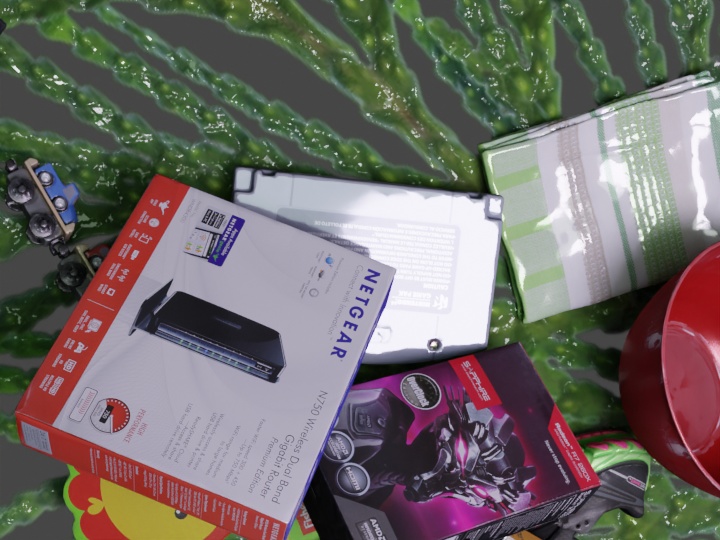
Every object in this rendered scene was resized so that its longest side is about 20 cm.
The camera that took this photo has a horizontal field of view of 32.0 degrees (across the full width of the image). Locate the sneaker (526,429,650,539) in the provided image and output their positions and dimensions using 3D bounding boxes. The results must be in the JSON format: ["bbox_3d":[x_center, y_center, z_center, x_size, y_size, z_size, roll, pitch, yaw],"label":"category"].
[{"bbox_3d":[0.132,0.180,0.953,0.199,0.077,0.084,-11,95,-9],"label":"sneaker"}]

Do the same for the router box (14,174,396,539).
[{"bbox_3d":[-0.093,0.053,0.809,0.179,0.049,0.201,21,56,4],"label":"router box"}]

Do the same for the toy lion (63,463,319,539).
[{"bbox_3d":[-0.110,0.169,0.912,0.191,0.069,0.201,-22,101,-1],"label":"toy lion"}]

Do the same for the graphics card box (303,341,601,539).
[{"bbox_3d":[0.054,0.130,0.864,0.199,0.051,0.126,-12,60,-28],"label":"graphics card box"}]

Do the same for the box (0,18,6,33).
[{"bbox_3d":[-0.350,-0.145,0.794,0.199,0.104,0.148,29,91,-13],"label":"box"}]

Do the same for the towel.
[{"bbox_3d":[0.200,-0.055,0.961,0.199,0.031,0.150,-18,100,-9],"label":"towel"}]

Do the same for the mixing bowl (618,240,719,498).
[{"bbox_3d":[0.267,0.082,0.937,0.199,0.108,0.201,7,76,-27],"label":"mixing bowl"}]

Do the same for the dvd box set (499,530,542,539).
[{"bbox_3d":[0.137,0.284,0.957,0.200,0.029,0.146,32,111,-20],"label":"dvd box set"}]

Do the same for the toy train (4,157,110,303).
[{"bbox_3d":[-0.182,0.006,0.864,0.046,0.034,0.201,-32,90,-23],"label":"toy train"}]

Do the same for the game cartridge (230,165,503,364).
[{"bbox_3d":[0.000,0.000,0.917,0.199,0.040,0.134,6,93,-8],"label":"game cartridge"}]
